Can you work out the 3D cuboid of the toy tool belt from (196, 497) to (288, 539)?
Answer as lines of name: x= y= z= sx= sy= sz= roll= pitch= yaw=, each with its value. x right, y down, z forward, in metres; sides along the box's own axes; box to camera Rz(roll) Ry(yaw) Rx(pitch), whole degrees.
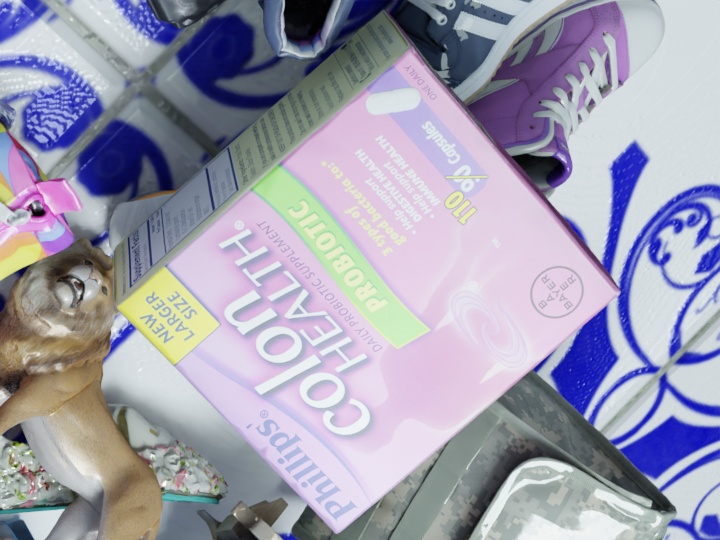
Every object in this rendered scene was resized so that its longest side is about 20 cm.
toy tool belt: x=-0.067 y=0.197 z=1.119 sx=0.123 sy=0.200 sz=0.125 roll=40 pitch=58 yaw=-13

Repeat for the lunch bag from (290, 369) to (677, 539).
lunch bag: x=0.081 y=0.158 z=1.172 sx=0.117 sy=0.200 sz=0.165 roll=3 pitch=121 yaw=-57

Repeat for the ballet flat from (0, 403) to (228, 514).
ballet flat: x=-0.159 y=0.108 z=1.087 sx=0.199 sy=0.075 sz=0.065 roll=3 pitch=85 yaw=-41

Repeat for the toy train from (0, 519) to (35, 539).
toy train: x=-0.262 y=0.226 z=1.091 sx=0.199 sy=0.087 sz=0.115 roll=-16 pitch=119 yaw=-21

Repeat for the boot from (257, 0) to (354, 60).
boot: x=-0.013 y=-0.203 z=0.916 sx=0.072 sy=0.091 sz=0.201 roll=-1 pitch=134 yaw=-16

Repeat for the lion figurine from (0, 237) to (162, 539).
lion figurine: x=-0.154 y=0.093 z=1.026 sx=0.122 sy=0.072 sz=0.201 roll=-33 pitch=111 yaw=-40

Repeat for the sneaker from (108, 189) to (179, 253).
sneaker: x=-0.048 y=-0.008 z=1.076 sx=0.198 sy=0.077 sz=0.079 roll=12 pitch=110 yaw=-19

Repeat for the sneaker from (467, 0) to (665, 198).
sneaker: x=0.115 y=-0.091 z=1.094 sx=0.200 sy=0.114 sz=0.073 roll=-29 pitch=131 yaw=-15

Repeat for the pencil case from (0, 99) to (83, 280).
pencil case: x=-0.240 y=-0.004 z=0.943 sx=0.199 sy=0.088 sz=0.089 roll=-32 pitch=133 yaw=-9

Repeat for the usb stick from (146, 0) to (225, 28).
usb stick: x=-0.114 y=-0.207 z=0.919 sx=0.055 sy=0.033 sz=0.201 roll=-38 pitch=134 yaw=-14

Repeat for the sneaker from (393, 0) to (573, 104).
sneaker: x=0.060 y=-0.171 z=1.030 sx=0.200 sy=0.070 sz=0.109 roll=-40 pitch=139 yaw=-12

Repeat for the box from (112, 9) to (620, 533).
box: x=0.000 y=0.000 z=0.991 sx=0.200 sy=0.097 sz=0.176 roll=-40 pitch=109 yaw=7
